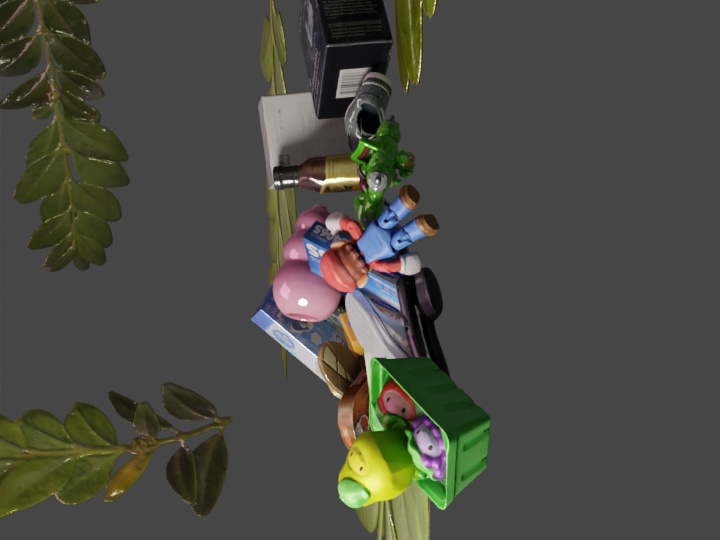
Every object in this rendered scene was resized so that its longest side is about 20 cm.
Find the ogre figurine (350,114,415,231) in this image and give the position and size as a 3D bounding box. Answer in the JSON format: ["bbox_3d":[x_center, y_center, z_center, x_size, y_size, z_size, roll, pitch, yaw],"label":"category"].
[{"bbox_3d":[0.029,-0.152,1.550,0.201,0.097,0.121,-54,-11,-35],"label":"ogre figurine"}]

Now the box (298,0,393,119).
[{"bbox_3d":[-0.030,-0.397,1.664,0.198,0.115,0.204,105,156,-62],"label":"box"}]

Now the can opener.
[{"bbox_3d":[0.095,0.100,1.486,0.079,0.062,0.205,135,127,-75],"label":"can opener"}]

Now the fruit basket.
[{"bbox_3d":[0.053,0.234,1.356,0.217,0.211,0.158,-115,21,-56],"label":"fruit basket"}]

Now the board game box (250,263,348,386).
[{"bbox_3d":[-0.087,0.084,1.879,0.043,0.198,0.201,-39,15,40],"label":"board game box"}]

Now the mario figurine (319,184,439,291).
[{"bbox_3d":[0.022,-0.044,1.483,0.105,0.198,0.125,27,-143,-47],"label":"mario figurine"}]

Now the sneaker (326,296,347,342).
[{"bbox_3d":[-0.047,0.064,1.825,0.079,0.198,0.076,-41,22,52],"label":"sneaker"}]

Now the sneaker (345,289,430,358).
[{"bbox_3d":[0.048,0.106,1.581,0.201,0.070,0.074,52,147,28],"label":"sneaker"}]

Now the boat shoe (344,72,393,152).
[{"bbox_3d":[0.006,-0.247,1.650,0.201,0.071,0.063,114,177,-60],"label":"boat shoe"}]

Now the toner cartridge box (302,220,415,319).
[{"bbox_3d":[0.000,0.000,1.607,0.198,0.043,0.096,27,153,26],"label":"toner cartridge box"}]

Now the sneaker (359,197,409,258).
[{"bbox_3d":[0.035,-0.012,1.677,0.115,0.073,0.204,-117,26,-64],"label":"sneaker"}]

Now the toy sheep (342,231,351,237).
[{"bbox_3d":[-0.024,-0.026,1.846,0.199,0.135,0.141,-18,80,64],"label":"toy sheep"}]

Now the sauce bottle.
[{"bbox_3d":[-0.051,-0.165,1.687,0.066,0.195,0.068,-4,-90,-82],"label":"sauce bottle"}]

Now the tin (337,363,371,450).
[{"bbox_3d":[0.021,0.232,1.702,0.200,0.041,0.114,-47,-61,-53],"label":"tin"}]

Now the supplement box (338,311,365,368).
[{"bbox_3d":[0.013,0.137,1.779,0.201,0.065,0.070,74,172,-57],"label":"supplement box"}]

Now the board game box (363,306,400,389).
[{"bbox_3d":[0.053,0.143,1.649,0.030,0.094,0.205,-12,-86,-68],"label":"board game box"}]

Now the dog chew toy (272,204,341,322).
[{"bbox_3d":[-0.086,-0.016,1.743,0.125,0.122,0.204,131,149,-75],"label":"dog chew toy"}]

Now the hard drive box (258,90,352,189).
[{"bbox_3d":[-0.076,-0.239,1.774,0.077,0.195,0.160,162,101,-78],"label":"hard drive box"}]

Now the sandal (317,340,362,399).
[{"bbox_3d":[-0.023,0.193,1.727,0.200,0.053,0.082,42,-130,-46],"label":"sandal"}]
